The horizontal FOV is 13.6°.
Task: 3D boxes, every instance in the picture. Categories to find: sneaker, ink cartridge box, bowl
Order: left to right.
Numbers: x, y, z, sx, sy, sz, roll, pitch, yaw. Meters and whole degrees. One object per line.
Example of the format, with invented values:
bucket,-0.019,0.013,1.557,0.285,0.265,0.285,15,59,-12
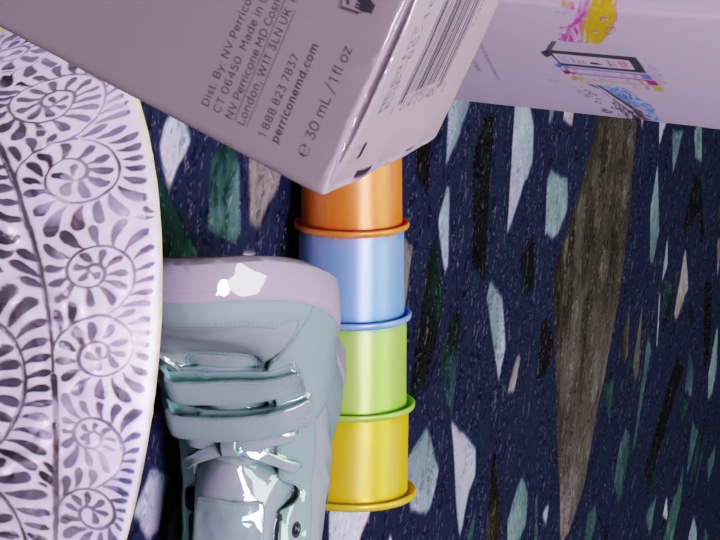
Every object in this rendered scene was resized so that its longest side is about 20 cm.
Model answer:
bowl,-0.129,0.027,0.789,0.201,0.094,0.202,6,90,-74
sneaker,-0.043,0.066,1.137,0.200,0.073,0.119,57,35,-70
ink cartridge box,0.116,-0.162,1.390,0.145,0.199,0.148,53,46,-68

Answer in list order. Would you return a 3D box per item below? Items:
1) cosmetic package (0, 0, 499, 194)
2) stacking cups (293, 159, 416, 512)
cosmetic package,-0.066,-0.100,0.750,0.073,0.199,0.104,-65,170,17
stacking cups,0.000,0.000,1.299,0.060,0.060,0.201,-29,123,-71
